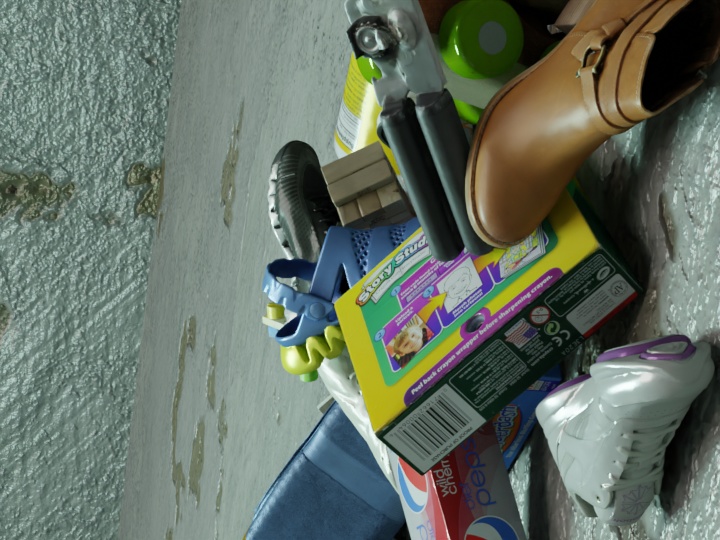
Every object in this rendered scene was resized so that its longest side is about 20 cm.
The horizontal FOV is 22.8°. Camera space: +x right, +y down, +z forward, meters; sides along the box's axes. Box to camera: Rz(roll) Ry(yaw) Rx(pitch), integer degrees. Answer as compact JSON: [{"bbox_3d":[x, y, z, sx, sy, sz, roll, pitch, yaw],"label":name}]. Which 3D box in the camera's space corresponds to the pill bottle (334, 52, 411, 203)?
[{"bbox_3d":[0.039,-0.143,1.562,0.113,0.112,0.201,-109,27,-57],"label":"pill bottle"}]

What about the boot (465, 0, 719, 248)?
[{"bbox_3d":[0.152,-0.098,1.133,0.201,0.077,0.155,-56,22,-4],"label":"boot"}]

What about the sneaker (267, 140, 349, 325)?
[{"bbox_3d":[-0.028,-0.020,1.564,0.090,0.066,0.202,-15,77,42],"label":"sneaker"}]

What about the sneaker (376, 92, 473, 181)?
[{"bbox_3d":[0.070,-0.121,1.454,0.200,0.075,0.093,57,-135,-70],"label":"sneaker"}]

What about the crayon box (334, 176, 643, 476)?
[{"bbox_3d":[0.083,0.019,1.252,0.200,0.058,0.173,-41,29,13],"label":"crayon box"}]

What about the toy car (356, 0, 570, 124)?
[{"bbox_3d":[0.108,-0.218,1.290,0.164,0.157,0.202,4,77,65],"label":"toy car"}]

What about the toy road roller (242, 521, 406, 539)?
[{"bbox_3d":[-0.037,0.222,1.662,0.123,0.145,0.202,126,146,-62],"label":"toy road roller"}]

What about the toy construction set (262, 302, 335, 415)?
[{"bbox_3d":[-0.009,0.082,1.629,0.200,0.130,0.093,-114,20,-56],"label":"toy construction set"}]

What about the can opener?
[{"bbox_3d":[0.047,-0.107,1.204,0.067,0.053,0.201,-53,-53,-54],"label":"can opener"}]

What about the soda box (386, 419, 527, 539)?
[{"bbox_3d":[0.074,0.181,1.314,0.070,0.063,0.201,136,122,-61],"label":"soda box"}]

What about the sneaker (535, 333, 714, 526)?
[{"bbox_3d":[0.171,0.099,1.095,0.200,0.074,0.100,123,135,-69],"label":"sneaker"}]

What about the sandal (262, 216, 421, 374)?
[{"bbox_3d":[0.000,0.000,1.387,0.199,0.087,0.080,-33,12,16],"label":"sandal"}]

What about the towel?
[{"bbox_3d":[-0.003,0.178,1.526,0.200,0.111,0.049,-53,-2,14],"label":"towel"}]

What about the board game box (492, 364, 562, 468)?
[{"bbox_3d":[0.099,0.043,1.403,0.153,0.045,0.201,112,158,-49],"label":"board game box"}]

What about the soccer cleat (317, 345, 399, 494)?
[{"bbox_3d":[0.029,0.122,1.438,0.201,0.069,0.078,55,-169,8],"label":"soccer cleat"}]

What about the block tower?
[{"bbox_3d":[0.024,-0.030,1.492,0.200,0.057,0.054,55,-167,-60],"label":"block tower"}]
